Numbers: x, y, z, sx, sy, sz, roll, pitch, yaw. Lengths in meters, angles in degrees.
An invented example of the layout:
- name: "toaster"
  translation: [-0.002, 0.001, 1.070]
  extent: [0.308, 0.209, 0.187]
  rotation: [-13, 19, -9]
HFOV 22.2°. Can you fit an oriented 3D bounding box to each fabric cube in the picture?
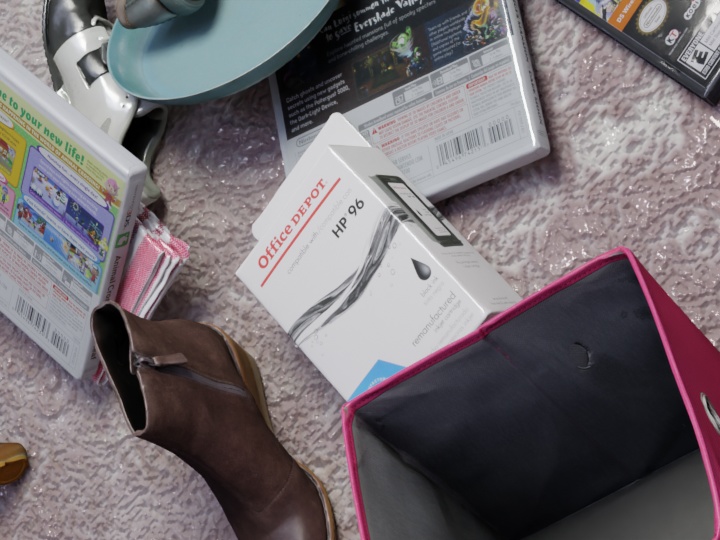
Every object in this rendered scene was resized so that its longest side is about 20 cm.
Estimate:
- name: "fabric cube"
  translation: [0.133, 0.150, 1.002]
  extent: [0.199, 0.199, 0.197]
  rotation: [-31, 43, 20]

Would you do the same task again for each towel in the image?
- name: "towel"
  translation: [-0.214, -0.031, 1.321]
  extent: [0.200, 0.030, 0.147]
  rotation: [47, 130, 17]

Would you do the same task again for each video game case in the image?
- name: "video game case"
  translation: [0.214, -0.236, 1.178]
  extent: [0.180, 0.025, 0.201]
  rotation: [39, 100, 30]
- name: "video game case"
  translation: [0.025, -0.129, 1.250]
  extent: [0.199, 0.023, 0.184]
  rotation: [-22, 69, 31]
- name: "video game case"
  translation: [-0.239, -0.050, 1.302]
  extent: [0.200, 0.022, 0.183]
  rotation: [38, 128, 26]

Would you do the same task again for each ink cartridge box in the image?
- name: "ink cartridge box"
  translation: [0.000, 0.000, 1.197]
  extent: [0.200, 0.068, 0.116]
  rotation: [47, 113, 22]

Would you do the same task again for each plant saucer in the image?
- name: "plant saucer"
  translation: [-0.088, -0.185, 1.292]
  extent: [0.199, 0.027, 0.201]
  rotation: [-21, 41, 19]

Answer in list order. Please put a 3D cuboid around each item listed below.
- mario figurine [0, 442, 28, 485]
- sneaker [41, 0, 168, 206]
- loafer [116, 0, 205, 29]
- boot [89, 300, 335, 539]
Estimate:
- name: "mario figurine"
  translation: [-0.328, 0.095, 1.394]
  extent: [0.123, 0.106, 0.200]
  rotation: [-33, 71, -21]
- name: "sneaker"
  translation: [-0.180, -0.137, 1.353]
  extent: [0.088, 0.074, 0.202]
  rotation: [-9, 86, 25]
- name: "loafer"
  translation: [-0.142, -0.256, 1.330]
  extent: [0.063, 0.072, 0.201]
  rotation: [-23, 43, 30]
- name: "boot"
  translation: [-0.099, 0.121, 1.190]
  extent: [0.072, 0.166, 0.201]
  rotation: [-31, 65, 20]
